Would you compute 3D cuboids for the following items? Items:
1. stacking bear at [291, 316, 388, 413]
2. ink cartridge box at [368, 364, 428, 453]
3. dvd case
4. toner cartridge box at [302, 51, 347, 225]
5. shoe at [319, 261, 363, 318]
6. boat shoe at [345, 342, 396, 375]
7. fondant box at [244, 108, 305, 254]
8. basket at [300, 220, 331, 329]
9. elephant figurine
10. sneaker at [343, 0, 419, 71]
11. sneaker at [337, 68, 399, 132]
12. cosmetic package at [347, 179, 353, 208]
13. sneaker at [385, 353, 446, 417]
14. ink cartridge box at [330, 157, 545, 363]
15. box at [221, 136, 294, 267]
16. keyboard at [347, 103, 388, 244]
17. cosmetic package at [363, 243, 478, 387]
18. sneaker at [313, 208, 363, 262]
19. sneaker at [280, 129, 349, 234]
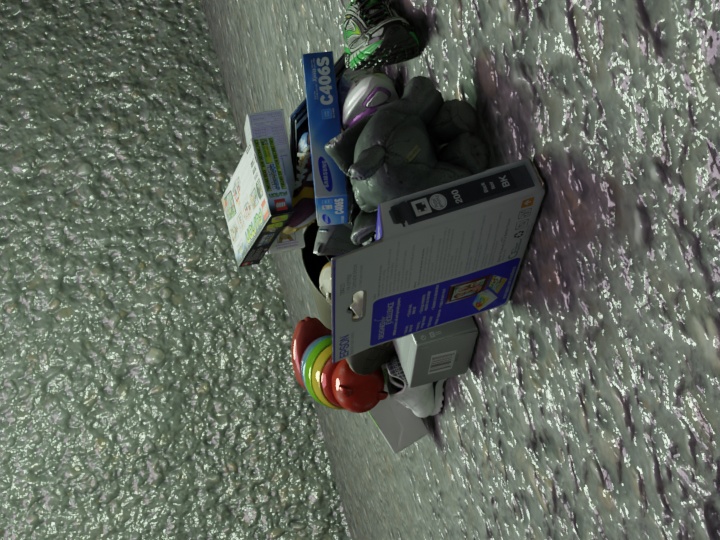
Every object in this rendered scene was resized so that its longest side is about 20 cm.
[{"bbox_3d":[-0.024,0.148,1.319,0.199,0.119,0.116,19,92,70],"label":"stacking bear"},{"bbox_3d":[0.035,0.191,1.468,0.118,0.067,0.200,59,179,-21],"label":"ink cartridge box"},{"bbox_3d":[-0.059,-0.217,1.364,0.016,0.150,0.201,31,156,12],"label":"dvd case"},{"bbox_3d":[-0.046,-0.171,1.188,0.095,0.042,0.205,89,175,-71],"label":"toner cartridge box"},{"bbox_3d":[-0.019,0.030,1.145,0.070,0.054,0.199,43,167,-14],"label":"shoe"},{"bbox_3d":[0.017,0.088,1.228,0.072,0.076,0.199,44,-166,15],"label":"boat shoe"},{"bbox_3d":[-0.131,-0.129,1.370,0.144,0.057,0.205,-176,76,-81],"label":"fondant box"},{"bbox_3d":[-0.017,0.028,1.466,0.182,0.134,0.201,56,166,22],"label":"basket"},{"bbox_3d":[0.030,-0.091,0.927,0.199,0.153,0.144,-29,39,58],"label":"elephant figurine"},{"bbox_3d":[0.012,-0.277,1.044,0.200,0.076,0.087,-134,31,-70],"label":"sneaker"},{"bbox_3d":[-0.003,-0.228,1.191,0.200,0.073,0.102,139,115,-78],"label":"sneaker"},{"bbox_3d":[-0.012,-0.114,1.371,0.200,0.081,0.052,-135,32,-71],"label":"cosmetic package"},{"bbox_3d":[0.073,0.158,1.292,0.201,0.079,0.077,85,163,-58],"label":"sneaker"},{"bbox_3d":[0.058,-0.003,0.835,0.200,0.196,0.044,93,155,-59],"label":"ink cartridge box"},{"bbox_3d":[-0.147,-0.091,1.269,0.200,0.034,0.112,137,120,-62],"label":"box"},{"bbox_3d":[0.022,-0.099,1.107,0.126,0.020,0.205,2,87,55],"label":"keyboard"},{"bbox_3d":[0.069,0.029,1.138,0.108,0.088,0.203,94,162,-57],"label":"cosmetic package"},{"bbox_3d":[0.000,0.000,1.268,0.074,0.083,0.200,1,144,51],"label":"sneaker"},{"bbox_3d":[-0.068,-0.141,1.280,0.090,0.201,0.074,48,147,-20],"label":"sneaker"}]
